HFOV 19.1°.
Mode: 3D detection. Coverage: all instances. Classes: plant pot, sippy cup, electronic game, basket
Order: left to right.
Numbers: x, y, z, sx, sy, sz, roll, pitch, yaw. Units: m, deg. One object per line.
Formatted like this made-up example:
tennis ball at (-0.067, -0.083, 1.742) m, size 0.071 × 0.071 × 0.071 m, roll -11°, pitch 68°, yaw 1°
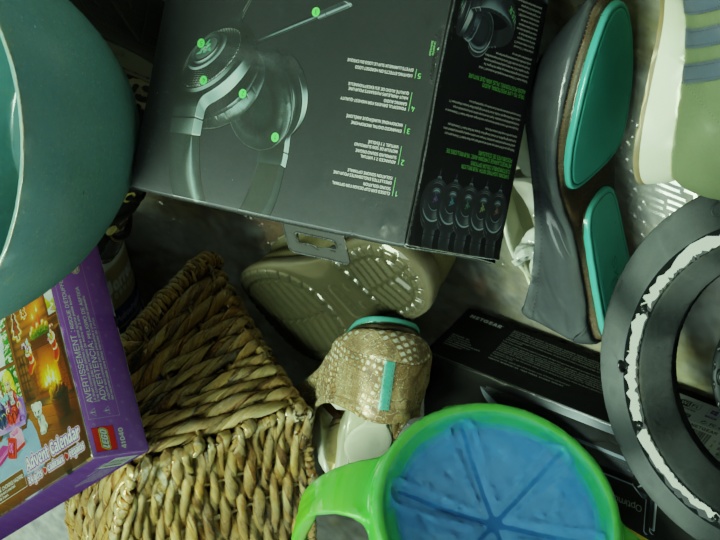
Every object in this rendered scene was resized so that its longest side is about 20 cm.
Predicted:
plant pot at (-0.189, -0.067, 1.072) m, size 0.199 × 0.134 × 0.202 m, roll 4°, pitch 96°, yaw 38°
basket at (-0.115, 0.119, 1.276) m, size 0.149 × 0.142 × 0.201 m, roll 55°, pitch 157°, yaw 39°
sippy cup at (0.059, 0.161, 1.150) m, size 0.178 × 0.139 × 0.131 m, roll 45°, pitch 149°, yaw 18°
electronic game at (0.213, 0.053, 1.055) m, size 0.199 × 0.042 × 0.202 m, roll 6°, pitch 104°, yaw 27°

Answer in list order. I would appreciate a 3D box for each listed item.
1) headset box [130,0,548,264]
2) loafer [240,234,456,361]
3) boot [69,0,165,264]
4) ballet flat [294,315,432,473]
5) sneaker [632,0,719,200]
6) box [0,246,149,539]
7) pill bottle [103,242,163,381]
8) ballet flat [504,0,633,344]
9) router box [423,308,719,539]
headset box at (-0.007, -0.105, 1.050) m, size 0.173 × 0.093 × 0.202 m, roll 11°, pitch 92°, yaw 33°
loafer at (0.000, 0.000, 1.207) m, size 0.076 × 0.067 × 0.200 m, roll 53°, pitch 153°, yaw -14°
boot at (-0.110, -0.062, 1.197) m, size 0.199 × 0.073 × 0.151 m, roll 27°, pitch 127°, yaw -18°
ballet flat at (-0.004, 0.084, 1.212) m, size 0.070 × 0.066 × 0.200 m, roll 8°, pitch 161°, yaw -3°
sneaker at (0.184, -0.117, 0.982) m, size 0.089 × 0.067 × 0.201 m, roll 17°, pitch 128°, yaw 18°
box at (-0.197, 0.067, 1.210) m, size 0.200 × 0.039 × 0.138 m, roll -33°, pitch 68°, yaw 49°
pill bottle at (-0.197, 0.024, 1.340) m, size 0.119 × 0.120 × 0.201 m, roll 5°, pitch 121°, yaw 36°
ballet flat at (0.100, -0.051, 1.087) m, size 0.073 × 0.073 × 0.201 m, roll 16°, pitch 129°, yaw 30°
router box at (0.130, 0.127, 1.194) m, size 0.199 × 0.052 × 0.158 m, roll 21°, pitch 130°, yaw 27°
